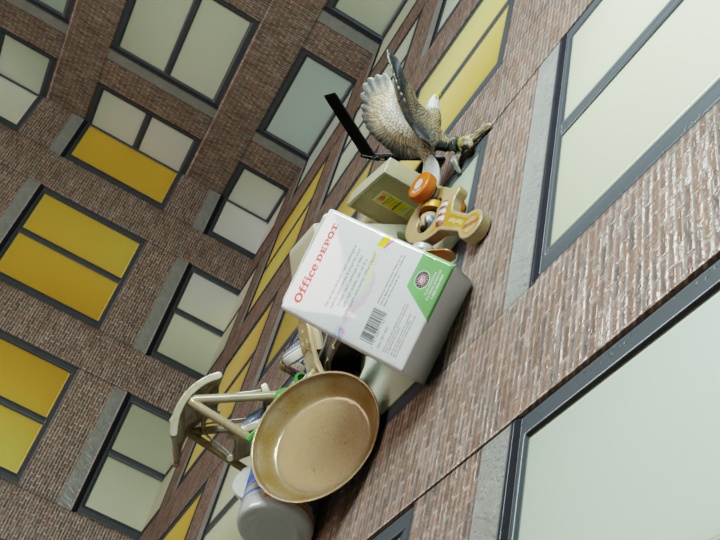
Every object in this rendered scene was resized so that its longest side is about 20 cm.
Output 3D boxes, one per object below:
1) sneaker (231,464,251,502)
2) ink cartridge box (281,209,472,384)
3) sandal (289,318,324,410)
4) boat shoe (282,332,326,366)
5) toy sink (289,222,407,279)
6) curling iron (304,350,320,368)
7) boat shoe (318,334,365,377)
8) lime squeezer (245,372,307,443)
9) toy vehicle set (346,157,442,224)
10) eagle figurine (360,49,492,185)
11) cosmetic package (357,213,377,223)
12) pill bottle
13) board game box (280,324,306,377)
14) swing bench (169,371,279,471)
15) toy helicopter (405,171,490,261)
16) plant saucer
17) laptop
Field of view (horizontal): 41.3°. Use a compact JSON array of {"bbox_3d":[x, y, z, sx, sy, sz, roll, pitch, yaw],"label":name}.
[{"bbox_3d":[-0.134,0.380,1.484,0.077,0.082,0.200,-35,32,-4],"label":"sneaker"},{"bbox_3d":[0.019,0.031,1.217,0.147,0.198,0.084,-63,-29,-4],"label":"ink cartridge box"},{"bbox_3d":[-0.081,0.172,1.416,0.078,0.068,0.215,129,131,-60],"label":"sandal"},{"bbox_3d":[-0.085,0.081,1.661,0.199,0.093,0.074,-37,0,-44],"label":"boat shoe"},{"bbox_3d":[0.000,0.000,1.552,0.130,0.197,0.114,141,125,-60],"label":"toy sink"},{"bbox_3d":[-0.057,0.137,1.621,0.050,0.026,0.200,-42,-4,-33],"label":"curling iron"},{"bbox_3d":[-0.027,0.142,1.452,0.060,0.070,0.202,-104,22,-52],"label":"boat shoe"},{"bbox_3d":[-0.101,0.196,1.505,0.200,0.038,0.071,-42,-26,-26],"label":"lime squeezer"},{"bbox_3d":[0.063,-0.113,1.552,0.027,0.123,0.200,-65,12,-18],"label":"toy vehicle set"},{"bbox_3d":[0.090,-0.242,1.535,0.153,0.198,0.152,-56,13,27],"label":"eagle figurine"},{"bbox_3d":[0.038,-0.087,1.738,0.105,0.070,0.202,-44,22,57],"label":"cosmetic package"},{"bbox_3d":[-0.107,0.301,1.395,0.113,0.111,0.201,-54,14,35],"label":"pill bottle"},{"bbox_3d":[-0.095,0.121,1.825,0.200,0.056,0.167,117,177,-80],"label":"board game box"},{"bbox_3d":[-0.216,0.267,1.614,0.200,0.197,0.132,112,171,-63],"label":"swing bench"},{"bbox_3d":[0.115,-0.060,1.335,0.133,0.078,0.199,-57,23,-7],"label":"toy helicopter"},{"bbox_3d":[-0.057,0.233,1.313,0.197,0.036,0.202,-18,45,18],"label":"plant saucer"},{"bbox_3d":[0.039,-0.260,1.735,0.187,0.196,0.118,-132,42,-78],"label":"laptop"}]
